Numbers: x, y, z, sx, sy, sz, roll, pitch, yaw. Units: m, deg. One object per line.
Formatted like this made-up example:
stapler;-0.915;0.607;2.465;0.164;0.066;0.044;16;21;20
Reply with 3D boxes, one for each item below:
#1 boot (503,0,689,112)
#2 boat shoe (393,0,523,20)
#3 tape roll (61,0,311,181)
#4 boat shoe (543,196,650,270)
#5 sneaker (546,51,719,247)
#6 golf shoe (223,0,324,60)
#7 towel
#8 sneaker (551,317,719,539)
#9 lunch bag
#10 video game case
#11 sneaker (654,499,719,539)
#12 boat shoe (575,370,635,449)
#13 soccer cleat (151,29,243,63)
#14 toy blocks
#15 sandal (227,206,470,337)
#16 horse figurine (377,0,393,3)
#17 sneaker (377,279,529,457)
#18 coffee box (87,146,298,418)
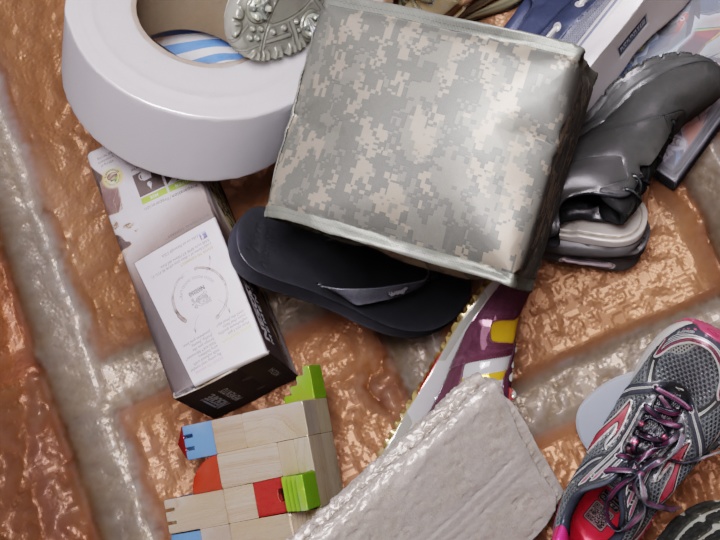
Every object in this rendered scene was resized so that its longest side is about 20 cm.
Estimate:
boot;0.187;-0.214;1.034;0.090;0.073;0.200;35;75;29
boat shoe;0.054;-0.223;1.079;0.198;0.074;0.076;-31;74;0
tape roll;-0.121;-0.166;1.002;0.199;0.071;0.205;8;53;-11
boat shoe;0.122;-0.035;1.035;0.197;0.057;0.068;10;58;15
sneaker;0.190;-0.083;0.987;0.198;0.076;0.091;-31;61;-3
golf shoe;-0.055;-0.231;0.994;0.096;0.079;0.201;9;53;37
towel;0.045;0.175;0.934;0.199;0.133;0.034;-39;29;-13
sneaker;0.199;0.127;0.928;0.080;0.074;0.202;32;112;19
lunch bag;0.042;-0.089;0.923;0.197;0.117;0.167;17;92;15
video game case;0.233;-0.195;1.070;0.180;0.026;0.201;36;84;15
sneaker;0.237;0.232;0.955;0.198;0.077;0.090;-28;111;-8
boat shoe;0.253;0.086;0.975;0.198;0.068;0.074;-28;84;27
soccer cleat;-0.089;-0.169;1.090;0.198;0.070;0.087;29;81;14
toy blocks;-0.081;0.183;0.999;0.135;0.100;0.203;-13;84;19
sandal;0.000;0.001;0.997;0.197;0.043;0.077;12;59;-26
horse figurine;0.020;-0.182;1.024;0.131;0.050;0.204;4;91;26
sneaker;0.091;0.091;1.004;0.089;0.075;0.202;31;89;6
coffee box;-0.127;0.000;1.033;0.079;0.113;0.202;-24;73;2
